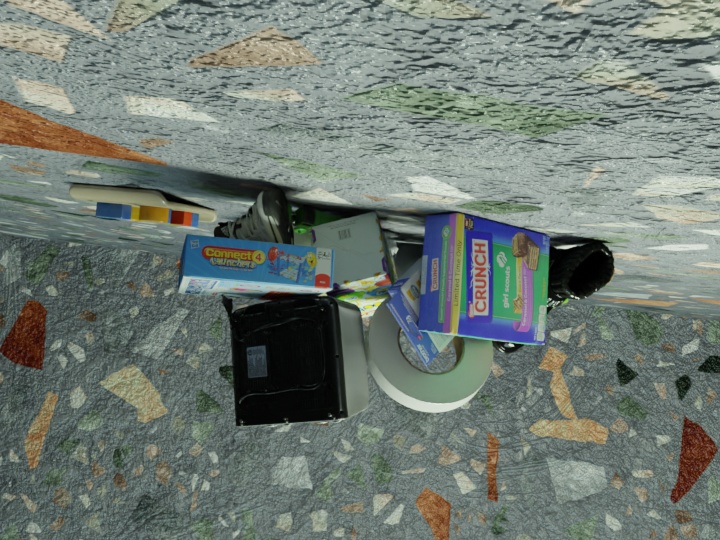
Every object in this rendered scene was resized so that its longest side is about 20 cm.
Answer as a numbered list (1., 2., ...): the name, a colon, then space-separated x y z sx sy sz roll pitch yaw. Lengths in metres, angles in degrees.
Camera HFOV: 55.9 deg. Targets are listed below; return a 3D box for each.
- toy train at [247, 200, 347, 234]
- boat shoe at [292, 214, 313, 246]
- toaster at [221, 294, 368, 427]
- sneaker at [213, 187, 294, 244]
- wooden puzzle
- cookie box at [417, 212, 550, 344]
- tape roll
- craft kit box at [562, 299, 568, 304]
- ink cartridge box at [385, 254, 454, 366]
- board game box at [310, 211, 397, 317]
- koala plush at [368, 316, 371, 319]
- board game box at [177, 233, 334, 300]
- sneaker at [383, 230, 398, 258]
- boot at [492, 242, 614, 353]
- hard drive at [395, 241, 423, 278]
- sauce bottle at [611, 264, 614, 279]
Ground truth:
1. toy train: -0.079 -0.080 1.075 0.199 0.042 0.056 9 166 -28
2. boat shoe: -0.124 -0.062 1.194 0.060 0.073 0.201 8 -177 -41
3. toaster: -0.094 0.127 0.997 0.179 0.202 0.119 -9 170 19
4. sneaker: -0.157 -0.054 0.970 0.114 0.076 0.201 -4 162 -2
5. wooden puzzle: -0.378 -0.105 1.198 0.184 0.047 0.200 6 176 16
6. cookie box: 0.186 0.017 1.003 0.199 0.173 0.075 9 172 -34
7. tape roll: 0.105 0.117 1.046 0.201 0.204 0.037 8 146 -7
8. craft kit box: 0.241 0.042 1.256 0.196 0.049 0.200 -23 -153 -19
9. ink cartridge box: 0.119 0.036 1.024 0.200 0.120 0.042 -43 -161 -33
10. board game box: 0.000 0.000 1.098 0.104 0.104 0.200 -13 161 7
11. koala plush: 0.033 0.004 1.502 0.199 0.185 0.177 30 170 -17
12. board game box: -0.155 0.003 0.962 0.194 0.056 0.200 5 171 -17
13. sneaker: 0.007 -0.036 1.284 0.114 0.076 0.200 9 174 -4
14. boot: 0.299 0.045 1.085 0.079 0.212 0.158 31 173 -18
15. hard drive: 0.105 0.004 1.290 0.131 0.027 0.200 5 -152 10
16. sauce bottle: 0.413 0.003 1.229 0.065 0.067 0.200 6 179 12
